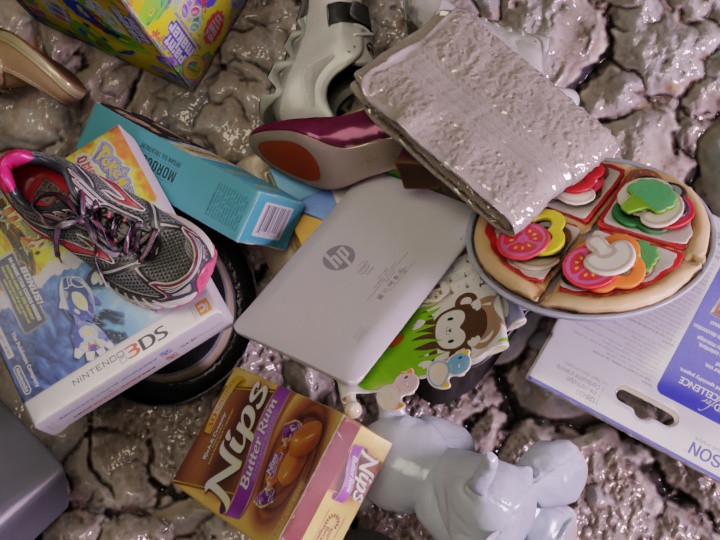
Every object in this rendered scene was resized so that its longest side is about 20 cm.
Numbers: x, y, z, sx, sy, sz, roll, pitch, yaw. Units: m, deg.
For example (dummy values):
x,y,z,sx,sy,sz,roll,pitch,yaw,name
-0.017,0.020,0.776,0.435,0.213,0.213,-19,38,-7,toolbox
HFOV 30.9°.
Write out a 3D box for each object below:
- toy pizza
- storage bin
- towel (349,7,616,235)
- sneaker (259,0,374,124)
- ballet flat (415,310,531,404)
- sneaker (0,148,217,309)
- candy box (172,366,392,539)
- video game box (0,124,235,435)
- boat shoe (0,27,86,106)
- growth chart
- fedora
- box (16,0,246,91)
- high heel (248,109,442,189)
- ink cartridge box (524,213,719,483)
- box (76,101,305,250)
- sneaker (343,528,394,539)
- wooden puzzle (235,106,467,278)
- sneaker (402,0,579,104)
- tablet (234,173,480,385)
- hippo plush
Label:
x,y,z,sx,sy,sz,roll,pitch,yaw,name
0.183,-0.036,1.042,0.200,0.032,0.200,-5,41,4,toy pizza
-0.353,0.183,1.132,0.200,0.146,0.134,41,59,19,storage bin
0.099,-0.129,1.069,0.132,0.035,0.200,-39,67,-21,towel
-0.015,-0.215,1.194,0.088,0.074,0.201,17,82,19,sneaker
0.110,0.026,1.104,0.068,0.068,0.200,39,85,16,ballet flat
-0.207,-0.033,1.038,0.200,0.075,0.081,25,80,16,sneaker
-0.069,0.156,1.050,0.200,0.056,0.117,12,72,60,candy box
-0.230,0.006,1.094,0.182,0.047,0.200,-31,71,-1,video game box
-0.350,-0.200,1.267,0.200,0.071,0.065,31,89,26,boat shoe
0.063,0.038,1.048,0.200,0.018,0.145,-26,39,-1,growth chart
-0.191,0.018,1.155,0.200,0.092,0.201,-3,74,11,fedora
-0.233,-0.286,1.194,0.192,0.200,0.122,26,80,16,box
0.003,-0.121,1.143,0.199,0.068,0.096,12,51,24,high heel
0.270,0.052,1.079,0.197,0.047,0.200,28,83,16,ink cartridge box
-0.152,-0.085,1.163,0.200,0.082,0.049,29,99,26,box
0.058,0.291,1.050,0.200,0.070,0.080,31,108,13,sneaker
0.000,-0.057,1.167,0.200,0.037,0.185,-25,71,4,wooden puzzle
0.118,-0.191,1.170,0.099,0.078,0.200,-36,76,-11,sneaker
0.000,0.000,1.081,0.130,0.014,0.200,22,58,30,tablet
0.065,0.190,1.023,0.160,0.200,0.160,17,95,34,hippo plush
